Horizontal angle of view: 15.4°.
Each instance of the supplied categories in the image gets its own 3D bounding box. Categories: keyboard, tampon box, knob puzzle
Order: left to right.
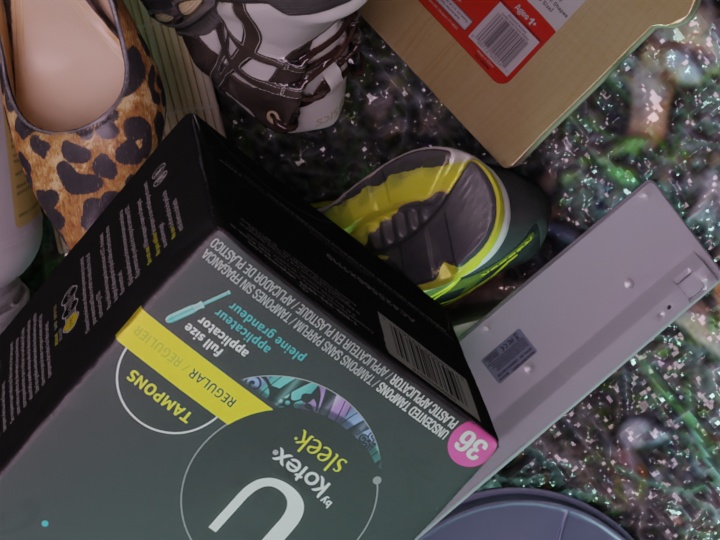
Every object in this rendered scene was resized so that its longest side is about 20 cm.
[{"bbox_3d":[-0.071,0.073,1.070,0.150,0.126,0.200,37,103,-20],"label":"tampon box"},{"bbox_3d":[0.070,0.043,1.169,0.200,0.011,0.056,-40,91,-9],"label":"keyboard"},{"bbox_3d":[0.076,-0.176,1.144,0.218,0.030,0.221,0,89,20],"label":"knob puzzle"}]

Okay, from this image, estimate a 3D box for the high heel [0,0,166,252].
[{"bbox_3d":[-0.136,-0.110,1.093,0.071,0.143,0.201,-10,70,14],"label":"high heel"}]

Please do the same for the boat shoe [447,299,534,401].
[{"bbox_3d":[-0.012,0.066,1.213,0.200,0.072,0.061,-15,97,14],"label":"boat shoe"}]

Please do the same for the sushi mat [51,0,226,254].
[{"bbox_3d":[-0.119,-0.107,1.224,0.095,0.012,0.201,-11,102,15],"label":"sushi mat"}]

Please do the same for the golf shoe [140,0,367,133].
[{"bbox_3d":[-0.022,-0.106,1.122,0.078,0.200,0.095,-37,104,-13],"label":"golf shoe"}]

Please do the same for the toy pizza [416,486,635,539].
[{"bbox_3d":[0.062,0.197,1.203,0.199,0.032,0.202,-1,91,-28],"label":"toy pizza"}]

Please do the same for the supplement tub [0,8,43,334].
[{"bbox_3d":[-0.218,-0.062,1.188,0.144,0.145,0.201,-1,105,13],"label":"supplement tub"}]

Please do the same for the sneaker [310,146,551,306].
[{"bbox_3d":[0.000,0.000,1.193,0.199,0.084,0.075,-14,78,38],"label":"sneaker"}]
